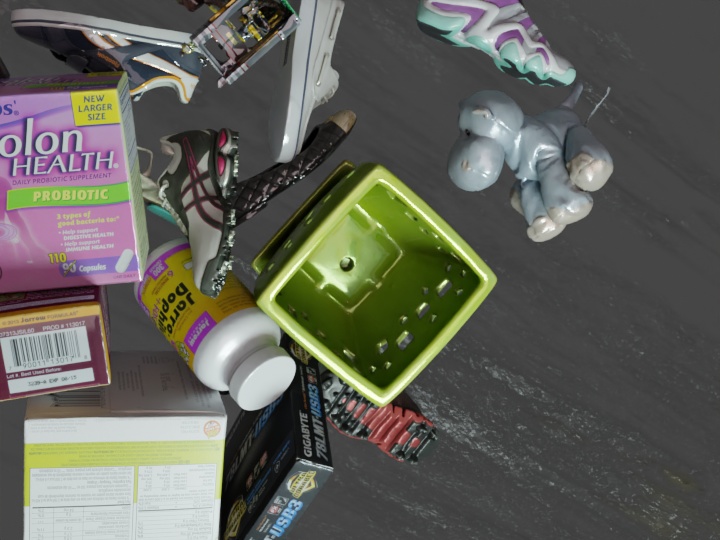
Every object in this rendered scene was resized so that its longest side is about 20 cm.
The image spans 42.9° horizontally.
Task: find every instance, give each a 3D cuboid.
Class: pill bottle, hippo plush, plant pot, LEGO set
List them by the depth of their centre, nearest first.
[{"bbox_3d":[-0.161,-0.280,0.943,0.116,0.154,0.200,-41,125,-1],"label":"LEGO set"},{"bbox_3d":[-0.157,0.059,1.001,0.104,0.200,0.105,-30,145,-25],"label":"pill bottle"},{"bbox_3d":[0.000,0.000,1.045,0.199,0.181,0.200,42,90,-21],"label":"plant pot"},{"bbox_3d":[0.192,-0.146,1.070,0.160,0.159,0.201,18,100,-19],"label":"hippo plush"}]

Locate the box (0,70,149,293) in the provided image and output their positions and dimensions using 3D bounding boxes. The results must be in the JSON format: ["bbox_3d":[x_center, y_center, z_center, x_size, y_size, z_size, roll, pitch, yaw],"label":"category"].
[{"bbox_3d":[-0.314,-0.089,0.923,0.175,0.097,0.201,-4,112,-7],"label":"box"}]

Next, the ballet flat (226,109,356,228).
[{"bbox_3d":[-0.088,-0.124,1.051,0.200,0.066,0.057,-38,100,-5],"label":"ballet flat"}]

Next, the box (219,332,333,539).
[{"bbox_3d":[-0.101,0.207,1.031,0.050,0.199,0.200,19,121,-22],"label":"box"}]

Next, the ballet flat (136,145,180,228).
[{"bbox_3d":[-0.230,-0.097,1.021,0.199,0.067,0.063,28,84,-20],"label":"ballet flat"}]

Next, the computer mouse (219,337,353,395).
[{"bbox_3d":[-0.087,0.120,1.125,0.199,0.044,0.110,17,98,-18],"label":"computer mouse"}]

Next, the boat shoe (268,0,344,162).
[{"bbox_3d":[-0.057,-0.215,1.024,0.065,0.072,0.201,10,80,-22],"label":"boat shoe"}]

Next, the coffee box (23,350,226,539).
[{"bbox_3d":[-0.264,0.213,1.019,0.199,0.200,0.199,1,105,-16],"label":"coffee box"}]

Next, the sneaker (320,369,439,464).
[{"bbox_3d":[0.010,0.166,1.128,0.200,0.098,0.071,35,100,-36],"label":"sneaker"}]

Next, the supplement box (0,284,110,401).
[{"bbox_3d":[-0.322,0.053,0.961,0.110,0.200,0.086,-7,107,-13],"label":"supplement box"}]

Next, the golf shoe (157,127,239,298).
[{"bbox_3d":[-0.174,-0.061,0.977,0.088,0.077,0.201,2,60,-9],"label":"golf shoe"}]

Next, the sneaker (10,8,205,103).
[{"bbox_3d":[-0.266,-0.224,0.969,0.199,0.078,0.080,6,97,-18],"label":"sneaker"}]

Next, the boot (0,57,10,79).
[{"bbox_3d":[-0.434,-0.115,0.975,0.188,0.068,0.201,-24,116,-16],"label":"boot"}]

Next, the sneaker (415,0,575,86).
[{"bbox_3d":[0.177,-0.307,1.053,0.199,0.078,0.140,25,91,-3],"label":"sneaker"}]
